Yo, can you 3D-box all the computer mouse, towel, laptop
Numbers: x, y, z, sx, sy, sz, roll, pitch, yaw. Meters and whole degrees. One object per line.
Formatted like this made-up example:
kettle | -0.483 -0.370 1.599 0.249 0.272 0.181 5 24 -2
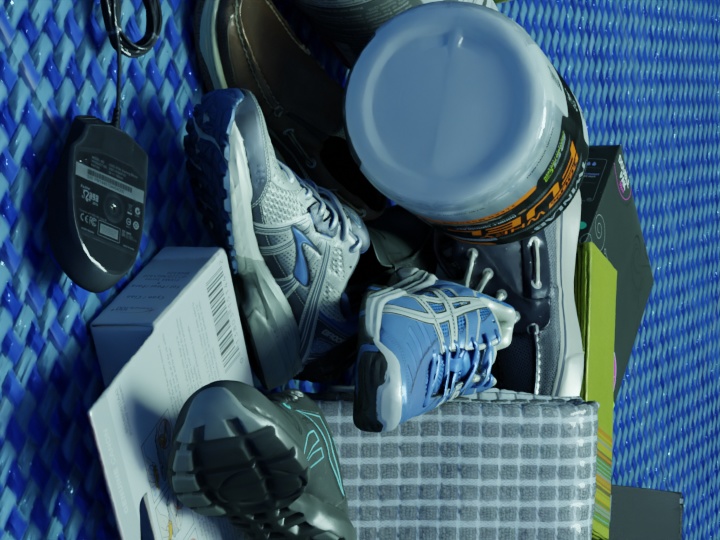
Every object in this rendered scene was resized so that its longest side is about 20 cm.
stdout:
computer mouse | -0.134 -0.084 1.114 0.059 0.034 0.200 28 59 -47
towel | 0.044 0.155 1.325 0.086 0.200 0.166 -151 -119 -82
towel | 0.161 0.086 1.522 0.086 0.018 0.200 41 50 -66
laptop | 0.254 0.298 2.094 0.200 0.103 0.178 117 -22 -82

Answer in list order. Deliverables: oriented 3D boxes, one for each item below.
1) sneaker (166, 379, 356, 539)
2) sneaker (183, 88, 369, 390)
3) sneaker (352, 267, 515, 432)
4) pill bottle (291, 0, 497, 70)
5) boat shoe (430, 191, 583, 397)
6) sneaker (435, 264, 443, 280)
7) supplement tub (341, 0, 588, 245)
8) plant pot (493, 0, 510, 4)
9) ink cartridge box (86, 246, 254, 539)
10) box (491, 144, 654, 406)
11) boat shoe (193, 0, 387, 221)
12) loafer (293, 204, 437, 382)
sneaker | -0.055 0.097 1.161 0.200 0.075 0.079 65 18 -60
sneaker | -0.043 -0.028 1.231 0.077 0.085 0.200 -124 -163 -46
sneaker | 0.042 0.043 1.274 0.200 0.077 0.076 -53 150 -69
pill bottle | 0.015 -0.186 1.350 0.200 0.116 0.116 48 48 -60
boat shoe | 0.089 0.021 1.415 0.093 0.075 0.200 15 62 -25
sneaker | 0.049 0.033 1.479 0.070 0.093 0.200 50 50 -16
supplement tub | 0.068 -0.081 1.292 0.200 0.122 0.123 23 69 -74
plant pot | 0.075 -0.311 1.448 0.200 0.187 0.187 54 40 -33
ink cartridge box | -0.104 0.114 1.167 0.176 0.045 0.200 -54 139 -55
box | 0.130 0.021 1.628 0.200 0.124 0.149 -65 147 -45
boat shoe | -0.033 -0.100 1.289 0.202 0.075 0.075 63 36 -49
loafer | 0.000 0.000 1.382 0.201 0.068 0.071 -46 142 -54
